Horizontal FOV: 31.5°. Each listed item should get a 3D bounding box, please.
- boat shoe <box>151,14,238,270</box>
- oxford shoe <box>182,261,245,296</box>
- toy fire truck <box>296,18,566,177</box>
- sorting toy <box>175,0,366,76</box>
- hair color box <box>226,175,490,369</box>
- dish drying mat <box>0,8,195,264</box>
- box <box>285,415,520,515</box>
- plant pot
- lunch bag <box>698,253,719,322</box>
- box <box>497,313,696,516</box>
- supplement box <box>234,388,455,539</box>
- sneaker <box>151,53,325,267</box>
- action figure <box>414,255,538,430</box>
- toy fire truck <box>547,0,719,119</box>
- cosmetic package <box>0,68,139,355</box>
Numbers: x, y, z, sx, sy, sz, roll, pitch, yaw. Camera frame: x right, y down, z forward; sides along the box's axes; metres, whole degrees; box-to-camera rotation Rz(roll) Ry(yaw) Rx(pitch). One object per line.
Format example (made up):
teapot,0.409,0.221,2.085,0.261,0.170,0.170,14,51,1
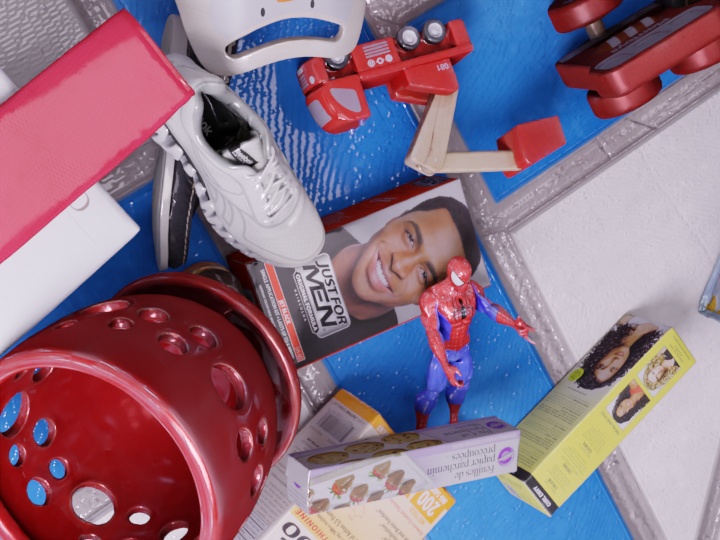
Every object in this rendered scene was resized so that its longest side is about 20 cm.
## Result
boat shoe,-0.130,-0.098,1.004,0.060,0.074,0.200,4,87,-18
oxford shoe,-0.116,0.097,1.029,0.071,0.073,0.200,-10,104,-21
toy fire truck,0.058,-0.132,1.065,0.200,0.049,0.141,-18,86,-19
sorting toy,-0.060,-0.232,0.911,0.200,0.107,0.180,-14,122,-18
hair color box,0.000,0.000,1.072,0.200,0.061,0.102,-23,105,-19
dish drying mat,-0.204,-0.079,0.825,0.200,0.018,0.077,-43,109,-13
box,0.036,0.154,1.026,0.200,0.041,0.039,-6,107,-28
plant pot,-0.149,0.106,0.910,0.201,0.200,0.183,66,31,-16
lunch bag,0.446,-0.016,1.218,0.169,0.127,0.200,17,100,-21
box,0.210,0.128,1.167,0.200,0.075,0.050,-45,112,-12
supplement box,-0.034,0.218,1.069,0.200,0.074,0.126,-46,121,-11
sneaker,-0.085,-0.072,0.948,0.075,0.081,0.200,-51,124,-18
action figure,0.088,0.085,1.060,0.065,0.099,0.200,-16,125,-24
toy fire truck,0.266,-0.208,1.087,0.200,0.168,0.112,-30,107,-5
cosmetic package,-0.296,-0.030,0.892,0.200,0.166,0.167,-43,110,-13
